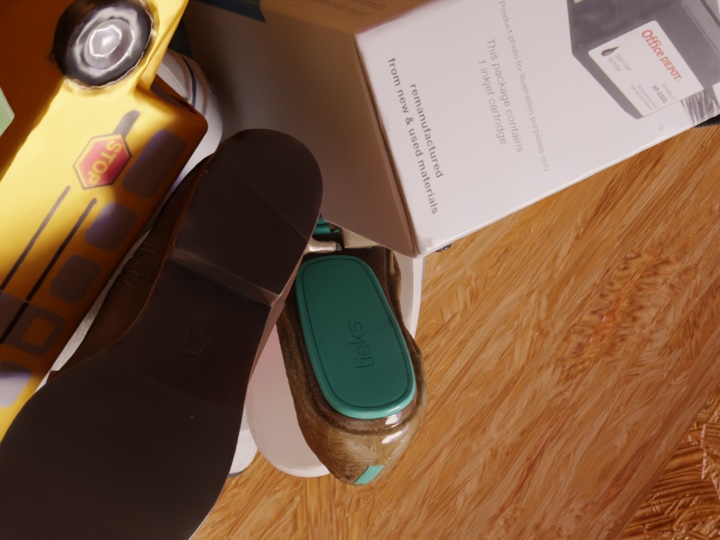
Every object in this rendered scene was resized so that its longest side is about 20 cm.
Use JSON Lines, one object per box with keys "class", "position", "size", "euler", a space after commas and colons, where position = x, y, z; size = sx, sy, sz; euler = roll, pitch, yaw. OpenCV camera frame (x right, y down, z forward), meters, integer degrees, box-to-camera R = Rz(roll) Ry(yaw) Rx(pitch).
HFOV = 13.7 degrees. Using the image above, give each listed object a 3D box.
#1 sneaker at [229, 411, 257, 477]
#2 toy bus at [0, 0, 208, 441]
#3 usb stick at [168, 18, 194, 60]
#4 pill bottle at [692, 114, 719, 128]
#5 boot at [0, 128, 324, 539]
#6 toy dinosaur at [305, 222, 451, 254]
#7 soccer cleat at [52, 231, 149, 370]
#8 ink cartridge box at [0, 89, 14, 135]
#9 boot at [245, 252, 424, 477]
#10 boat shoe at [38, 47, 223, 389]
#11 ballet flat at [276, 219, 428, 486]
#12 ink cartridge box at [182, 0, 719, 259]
{"class": "sneaker", "position": [-0.081, 0.044, 1.307], "size": [0.092, 0.076, 0.200], "euler": [-65, 172, 10]}
{"class": "toy bus", "position": [-0.115, -0.021, 0.937], "size": [0.078, 0.065, 0.200], "euler": [25, 103, -48]}
{"class": "usb stick", "position": [-0.021, -0.106, 1.188], "size": [0.200, 0.033, 0.056], "euler": [-34, 147, -56]}
{"class": "pill bottle", "position": [0.127, -0.162, 1.180], "size": [0.112, 0.112, 0.201], "euler": [-33, 116, -58]}
{"class": "boot", "position": [-0.078, 0.051, 0.995], "size": [0.187, 0.064, 0.200], "euler": [-57, -176, -16]}
{"class": "toy dinosaur", "position": [-0.009, -0.058, 1.155], "size": [0.200, 0.058, 0.102], "euler": [2, 85, -53]}
{"class": "soccer cleat", "position": [-0.088, 0.007, 1.201], "size": [0.086, 0.070, 0.200], "euler": [-20, 179, 4]}
{"class": "ink cartridge box", "position": [-0.186, 0.004, 0.820], "size": [0.200, 0.059, 0.104], "euler": [-52, 167, -10]}
{"class": "boot", "position": [0.000, 0.000, 1.332], "size": [0.090, 0.073, 0.201], "euler": [67, 37, -75]}
{"class": "boat shoe", "position": [-0.131, -0.002, 1.021], "size": [0.200, 0.073, 0.067], "euler": [-55, 141, -3]}
{"class": "ballet flat", "position": [-0.013, 0.004, 1.223], "size": [0.068, 0.200, 0.072], "euler": [-5, 142, -12]}
{"class": "ink cartridge box", "position": [0.059, -0.092, 1.029], "size": [0.200, 0.145, 0.084], "euler": [-25, 112, -21]}
